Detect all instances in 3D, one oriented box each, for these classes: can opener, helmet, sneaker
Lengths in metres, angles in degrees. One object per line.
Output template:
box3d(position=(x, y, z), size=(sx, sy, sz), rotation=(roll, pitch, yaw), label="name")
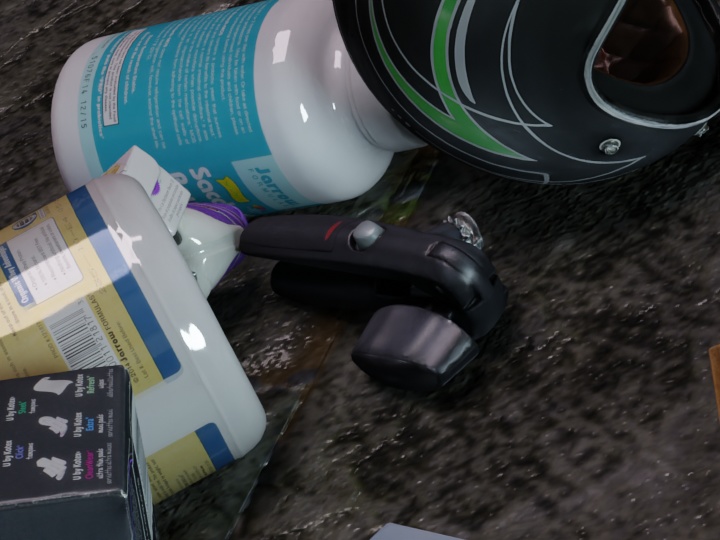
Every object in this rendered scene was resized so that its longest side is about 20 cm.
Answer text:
box3d(position=(0.000, 0.000, 1.350), size=(0.079, 0.064, 0.200), rotation=(-38, 29, -20), label="can opener")
box3d(position=(0.084, -0.138, 1.367), size=(0.199, 0.191, 0.200), rotation=(1, 32, 0), label="helmet")
box3d(position=(-0.142, 0.007, 1.481), size=(0.199, 0.081, 0.083), rotation=(-10, 7, 30), label="sneaker")

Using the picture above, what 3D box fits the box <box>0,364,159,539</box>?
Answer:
box3d(position=(-0.184, 0.126, 1.173), size=(0.199, 0.123, 0.106), rotation=(-7, 27, -1), label="box")

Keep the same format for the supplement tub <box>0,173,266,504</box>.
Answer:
box3d(position=(-0.159, 0.060, 1.294), size=(0.199, 0.145, 0.145), rotation=(-28, 26, -4), label="supplement tub")

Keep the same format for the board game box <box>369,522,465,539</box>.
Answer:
box3d(position=(0.023, 0.185, 1.003), size=(0.196, 0.056, 0.200), rotation=(-42, 30, -29), label="board game box")

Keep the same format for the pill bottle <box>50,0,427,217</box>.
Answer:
box3d(position=(-0.056, -0.084, 1.500), size=(0.199, 0.111, 0.111), rotation=(-9, 31, 32), label="pill bottle")

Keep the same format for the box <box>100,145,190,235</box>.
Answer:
box3d(position=(-0.164, 0.016, 1.416), size=(0.200, 0.039, 0.041), rotation=(-40, 17, 30), label="box")

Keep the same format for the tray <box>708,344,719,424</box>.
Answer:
box3d(position=(0.189, 0.076, 1.072), size=(0.098, 0.037, 0.200), rotation=(-20, 26, 13), label="tray")
